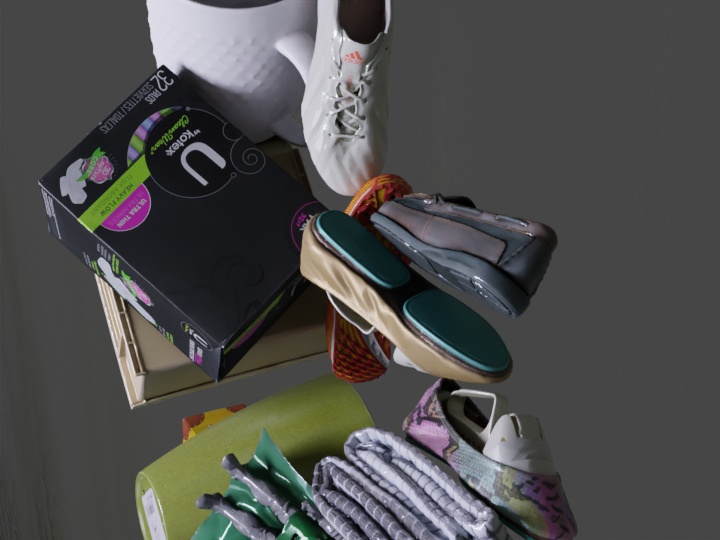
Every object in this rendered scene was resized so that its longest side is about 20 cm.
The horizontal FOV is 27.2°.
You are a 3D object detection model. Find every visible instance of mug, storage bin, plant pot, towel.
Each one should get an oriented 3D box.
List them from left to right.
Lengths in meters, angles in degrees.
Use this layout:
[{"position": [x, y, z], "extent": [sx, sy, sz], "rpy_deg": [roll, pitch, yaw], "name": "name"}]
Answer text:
[{"position": [-0.133, -0.006, 1.334], "extent": [0.094, 0.199, 0.199], "rpy_deg": [116, 138, -69], "name": "storage bin"}, {"position": [-0.098, 0.206, 1.371], "extent": [0.187, 0.199, 0.188], "rpy_deg": [168, 90, -67], "name": "plant pot"}, {"position": [-0.088, -0.183, 1.252], "extent": [0.200, 0.147, 0.176], "rpy_deg": [43, 149, 28], "name": "mug"}, {"position": [0.059, 0.220, 1.089], "extent": [0.166, 0.086, 0.200], "rpy_deg": [56, 168, -30], "name": "towel"}]

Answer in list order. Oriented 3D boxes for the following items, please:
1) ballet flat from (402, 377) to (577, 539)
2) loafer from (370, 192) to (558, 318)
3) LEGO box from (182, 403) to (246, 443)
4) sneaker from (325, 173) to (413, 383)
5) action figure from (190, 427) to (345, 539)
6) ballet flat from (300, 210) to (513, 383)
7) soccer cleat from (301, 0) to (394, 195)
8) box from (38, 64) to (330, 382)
[{"position": [0.095, 0.127, 1.073], "extent": [0.200, 0.069, 0.071], "rpy_deg": [34, 106, 59], "name": "ballet flat"}, {"position": [0.076, -0.022, 1.058], "extent": [0.072, 0.063, 0.200], "rpy_deg": [42, 176, -29], "name": "loafer"}, {"position": [-0.122, 0.261, 1.608], "extent": [0.200, 0.077, 0.149], "rpy_deg": [-135, 40, -52], "name": "LEGO box"}, {"position": [0.000, 0.000, 1.216], "extent": [0.077, 0.073, 0.200], "rpy_deg": [-104, 22, -49], "name": "sneaker"}, {"position": [-0.046, 0.228, 1.228], "extent": [0.200, 0.055, 0.118], "rpy_deg": [31, 91, 28], "name": "action figure"}, {"position": [0.031, 0.032, 1.109], "extent": [0.200, 0.069, 0.063], "rpy_deg": [42, 129, 26], "name": "ballet flat"}, {"position": [-0.007, -0.153, 1.143], "extent": [0.078, 0.069, 0.201], "rpy_deg": [-138, 48, -71], "name": "soccer cleat"}, {"position": [-0.139, -0.036, 1.224], "extent": [0.200, 0.149, 0.124], "rpy_deg": [42, 163, 6], "name": "box"}]
